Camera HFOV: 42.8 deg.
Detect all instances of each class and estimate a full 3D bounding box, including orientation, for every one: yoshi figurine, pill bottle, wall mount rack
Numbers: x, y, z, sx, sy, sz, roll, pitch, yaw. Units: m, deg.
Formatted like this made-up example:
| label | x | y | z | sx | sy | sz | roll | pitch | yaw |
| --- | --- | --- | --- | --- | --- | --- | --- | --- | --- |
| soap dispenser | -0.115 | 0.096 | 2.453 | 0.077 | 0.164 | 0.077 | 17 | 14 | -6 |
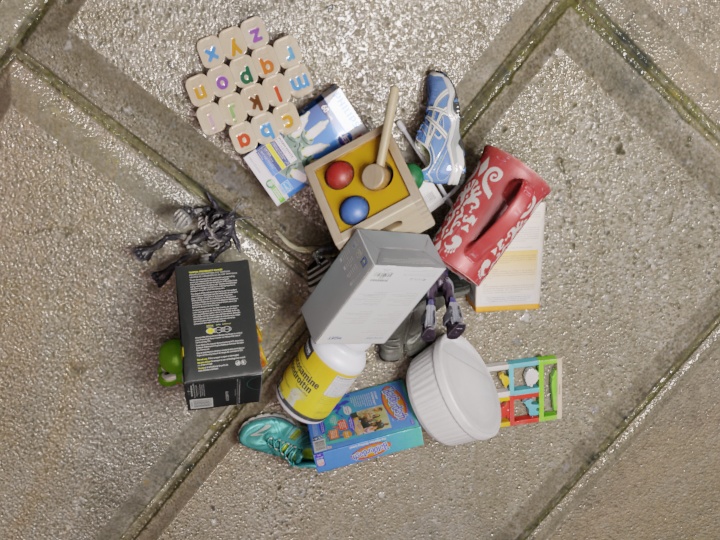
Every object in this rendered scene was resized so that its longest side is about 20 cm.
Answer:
| label | x | y | z | sx | sy | sz | roll | pitch | yaw |
| --- | --- | --- | --- | --- | --- | --- | --- | --- | --- |
| yoshi figurine | -0.271 | 0.148 | 1.619 | 0.197 | 0.112 | 0.114 | -18 | 102 | -1 |
| pill bottle | -0.059 | 0.168 | 1.629 | 0.111 | 0.113 | 0.201 | 28 | 116 | -16 |
| wall mount rack | 0.068 | -0.148 | 1.593 | 0.199 | 0.075 | 0.175 | -34 | 113 | 3 |

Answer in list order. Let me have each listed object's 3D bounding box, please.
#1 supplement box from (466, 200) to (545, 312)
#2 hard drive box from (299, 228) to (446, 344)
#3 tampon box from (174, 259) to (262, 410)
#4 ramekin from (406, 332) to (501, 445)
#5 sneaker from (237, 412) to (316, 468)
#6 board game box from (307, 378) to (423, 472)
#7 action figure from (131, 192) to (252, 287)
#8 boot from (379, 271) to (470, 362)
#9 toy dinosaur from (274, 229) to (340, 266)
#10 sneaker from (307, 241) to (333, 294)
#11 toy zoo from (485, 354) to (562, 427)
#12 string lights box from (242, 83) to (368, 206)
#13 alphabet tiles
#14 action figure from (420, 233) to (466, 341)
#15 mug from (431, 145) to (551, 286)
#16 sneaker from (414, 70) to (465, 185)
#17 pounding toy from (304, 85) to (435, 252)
| label | x | y | z | sx | sy | sz | roll | pitch | yaw |
| --- | --- | --- | --- | --- | --- | --- | --- | --- | --- |
| supplement box | 0.260 | -0.033 | 1.656 | 0.124 | 0.074 | 0.203 | -2 | 108 | -8 |
| hard drive box | 0.018 | 0.031 | 1.492 | 0.154 | 0.077 | 0.201 | 3 | 137 | -39 |
| tampon box | -0.236 | 0.108 | 1.521 | 0.124 | 0.150 | 0.203 | -5 | 65 | -10 |
| ramekin | 0.165 | 0.222 | 1.665 | 0.093 | 0.203 | 0.203 | -29 | 112 | 27 |
| sneaker | -0.131 | 0.323 | 1.707 | 0.197 | 0.080 | 0.079 | 16 | 108 | -12 |
| board game box | 0.003 | 0.281 | 1.675 | 0.197 | 0.153 | 0.046 | -14 | 119 | -3 |
| action figure | -0.279 | -0.050 | 1.553 | 0.198 | 0.102 | 0.120 | -31 | 98 | 4 |
| boot | 0.115 | 0.086 | 1.689 | 0.197 | 0.068 | 0.132 | -18 | 122 | -3 |
| toy dinosaur | -0.050 | -0.027 | 1.558 | 0.197 | 0.088 | 0.048 | 10 | 115 | -10 |
| sneaker | 0.000 | 0.000 | 1.625 | 0.197 | 0.076 | 0.117 | -13 | 111 | -2 |
| toy zoo | 0.293 | 0.238 | 1.778 | 0.196 | 0.020 | 0.133 | -7 | 109 | -6 |
| string lights box | -0.091 | -0.212 | 1.550 | 0.199 | 0.059 | 0.103 | -36 | 108 | 3 |
| alphabet tiles | -0.182 | -0.303 | 1.503 | 0.197 | 0.015 | 0.198 | -22 | 92 | 2 |
| action figure | 0.139 | 0.021 | 1.597 | 0.128 | 0.203 | 0.070 | -1 | 149 | -2 |
| mug | 0.201 | -0.090 | 1.504 | 0.133 | 0.177 | 0.201 | 35 | 91 | 16 |
| sneaker | 0.128 | -0.240 | 1.534 | 0.076 | 0.076 | 0.203 | -5 | 75 | -2 |
| pounding toy | 0.023 | -0.150 | 1.483 | 0.198 | 0.186 | 0.142 | -27 | 153 | 7 |
